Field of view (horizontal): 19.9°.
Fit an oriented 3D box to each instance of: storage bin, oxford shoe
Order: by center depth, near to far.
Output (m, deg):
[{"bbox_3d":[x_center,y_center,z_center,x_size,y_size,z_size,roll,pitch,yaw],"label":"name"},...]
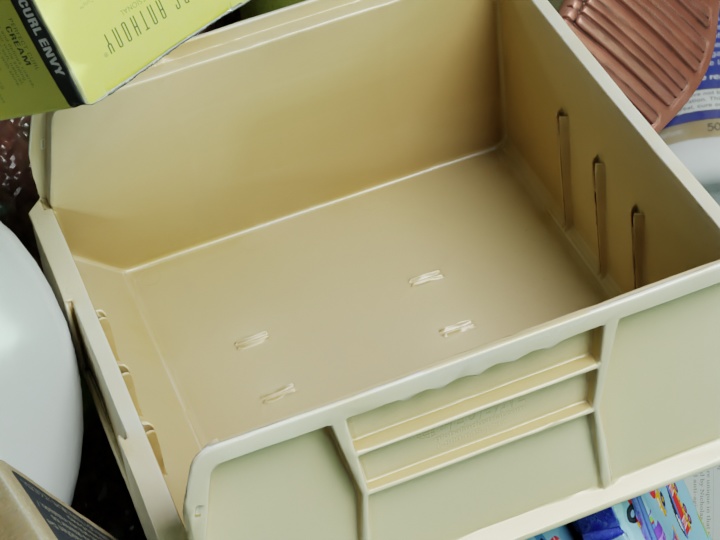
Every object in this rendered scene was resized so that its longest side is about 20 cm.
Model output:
[{"bbox_3d":[0.000,0.000,0.705,0.197,0.200,0.094,-19,133,-11],"label":"storage bin"},{"bbox_3d":[0.110,-0.116,0.873,0.071,0.074,0.201,43,64,-24],"label":"oxford shoe"}]

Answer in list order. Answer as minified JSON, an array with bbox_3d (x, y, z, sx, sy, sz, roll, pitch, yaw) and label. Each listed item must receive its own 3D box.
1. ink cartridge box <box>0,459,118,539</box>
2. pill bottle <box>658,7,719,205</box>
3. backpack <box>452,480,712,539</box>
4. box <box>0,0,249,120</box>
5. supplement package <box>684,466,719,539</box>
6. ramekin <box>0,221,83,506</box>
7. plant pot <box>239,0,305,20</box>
[{"bbox_3d":[-0.138,0.172,0.650,0.200,0.075,0.165,-42,148,-1],"label":"ink cartridge box"},{"bbox_3d":[0.162,-0.089,0.935,0.115,0.115,0.201,32,46,-32],"label":"pill bottle"},{"bbox_3d":[0.054,0.133,0.742,0.184,0.134,0.200,66,16,-3],"label":"backpack"},{"bbox_3d":[-0.126,-0.083,0.687,0.075,0.199,0.050,-39,111,-31],"label":"box"},{"bbox_3d":[0.155,0.104,0.945,0.199,0.121,0.121,3,86,-37],"label":"supplement package"},{"bbox_3d":[-0.191,0.053,0.694,0.199,0.097,0.202,3,86,-37],"label":"ramekin"},{"bbox_3d":[0.011,-0.185,0.832,0.186,0.187,0.202,-2,103,-38],"label":"plant pot"}]
